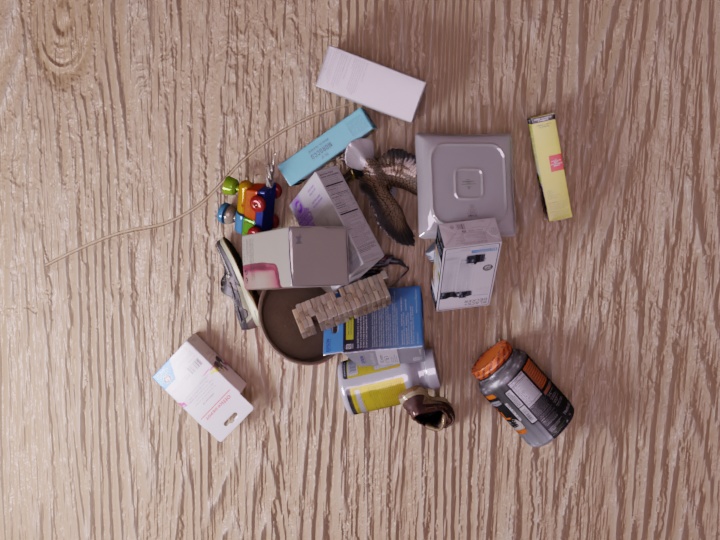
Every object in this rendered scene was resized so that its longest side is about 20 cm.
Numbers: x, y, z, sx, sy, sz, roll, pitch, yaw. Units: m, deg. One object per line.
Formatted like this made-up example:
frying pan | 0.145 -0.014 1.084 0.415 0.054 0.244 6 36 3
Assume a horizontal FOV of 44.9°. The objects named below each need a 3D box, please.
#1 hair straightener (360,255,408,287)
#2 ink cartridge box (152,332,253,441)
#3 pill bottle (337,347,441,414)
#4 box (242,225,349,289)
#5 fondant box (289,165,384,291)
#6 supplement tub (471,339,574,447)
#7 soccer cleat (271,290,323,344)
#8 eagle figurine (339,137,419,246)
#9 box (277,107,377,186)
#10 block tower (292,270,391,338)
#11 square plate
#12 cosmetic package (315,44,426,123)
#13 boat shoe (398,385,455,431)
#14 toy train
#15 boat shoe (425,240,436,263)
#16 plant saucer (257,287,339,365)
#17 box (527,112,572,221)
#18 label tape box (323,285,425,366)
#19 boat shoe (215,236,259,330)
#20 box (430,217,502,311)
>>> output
hair straightener | 0.000 0.000 1.782 0.197 0.041 0.078 4 101 0
ink cartridge box | -0.323 0.247 1.838 0.200 0.068 0.115 45 101 -3
pill bottle | 0.060 0.220 1.774 0.197 0.112 0.113 -13 99 8
box | -0.125 -0.021 1.643 0.127 0.199 0.111 -2 89 -32
fondant box | -0.049 -0.079 1.690 0.058 0.144 0.202 -20 77 -33
supplement tub | 0.322 0.244 1.748 0.122 0.123 0.200 -42 93 11
soccer cleat | -0.123 0.103 1.801 0.076 0.067 0.201 -34 95 -10
eagle figurine | 0.057 -0.162 1.686 0.199 0.150 0.153 34 123 29
box | -0.064 -0.242 1.716 0.199 0.082 0.049 -34 92 10
block tower | -0.032 0.068 1.708 0.198 0.054 0.058 -23 67 -5
square plate | 0.204 -0.163 1.654 0.197 0.028 0.201 -2 87 -12
cosmetic package | 0.023 -0.356 1.674 0.198 0.108 0.086 20 101 0
boat shoe | 0.143 0.292 1.744 0.072 0.200 0.072 -34 55 10
toy train | -0.222 -0.161 1.726 0.115 0.085 0.202 19 124 15
boat shoe | 0.223 -0.073 1.724 0.199 0.074 0.068 -42 103 4
plant saucer | -0.117 0.093 1.757 0.198 0.029 0.203 9 70 -26
box | 0.366 -0.201 1.687 0.049 0.075 0.203 -11 98 6
label tape box | 0.028 0.113 1.743 0.197 0.145 0.066 -6 144 8
boat shoe | -0.258 0.031 1.789 0.064 0.073 0.202 -23 98 4
box | 0.201 -0.008 1.676 0.115 0.061 0.201 -6 143 -7
